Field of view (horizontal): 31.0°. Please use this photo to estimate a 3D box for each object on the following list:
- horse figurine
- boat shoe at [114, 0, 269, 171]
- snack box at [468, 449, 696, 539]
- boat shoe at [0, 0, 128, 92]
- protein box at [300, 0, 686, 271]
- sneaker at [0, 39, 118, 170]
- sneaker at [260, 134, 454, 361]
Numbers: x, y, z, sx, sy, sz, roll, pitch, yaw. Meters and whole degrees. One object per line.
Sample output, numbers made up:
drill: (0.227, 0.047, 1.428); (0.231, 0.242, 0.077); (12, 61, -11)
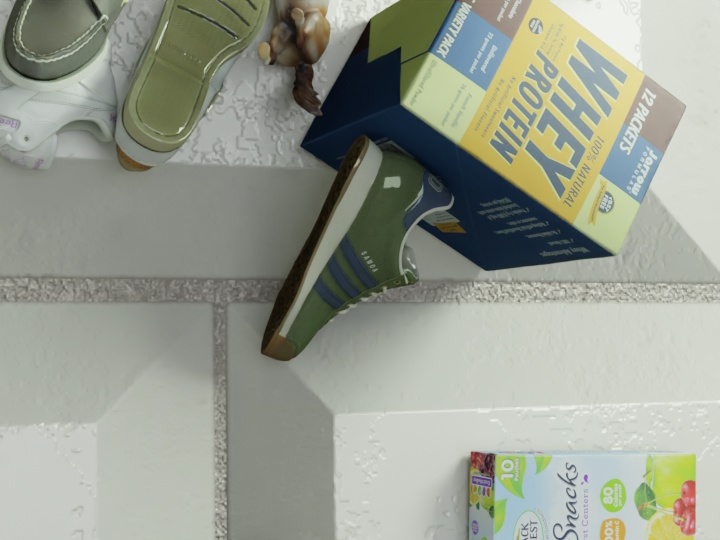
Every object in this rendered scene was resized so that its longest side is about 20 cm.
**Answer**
horse figurine: (-0.046, -0.218, 1.013); (0.050, 0.133, 0.200); (1, 91, 8)
boat shoe: (-0.134, -0.159, 0.986); (0.075, 0.068, 0.200); (35, 54, -12)
snack box: (0.190, 0.225, 1.105); (0.200, 0.053, 0.142); (3, 84, -22)
boat shoe: (-0.196, -0.204, 0.920); (0.072, 0.060, 0.202); (25, 47, -4)
protein box: (0.097, -0.111, 1.009); (0.200, 0.199, 0.135); (33, 75, -18)
sneaker: (-0.266, -0.116, 0.924); (0.200, 0.075, 0.100); (-12, 90, -23)
sneaker: (0.000, 0.000, 0.980); (0.090, 0.067, 0.200); (21, 119, -12)
